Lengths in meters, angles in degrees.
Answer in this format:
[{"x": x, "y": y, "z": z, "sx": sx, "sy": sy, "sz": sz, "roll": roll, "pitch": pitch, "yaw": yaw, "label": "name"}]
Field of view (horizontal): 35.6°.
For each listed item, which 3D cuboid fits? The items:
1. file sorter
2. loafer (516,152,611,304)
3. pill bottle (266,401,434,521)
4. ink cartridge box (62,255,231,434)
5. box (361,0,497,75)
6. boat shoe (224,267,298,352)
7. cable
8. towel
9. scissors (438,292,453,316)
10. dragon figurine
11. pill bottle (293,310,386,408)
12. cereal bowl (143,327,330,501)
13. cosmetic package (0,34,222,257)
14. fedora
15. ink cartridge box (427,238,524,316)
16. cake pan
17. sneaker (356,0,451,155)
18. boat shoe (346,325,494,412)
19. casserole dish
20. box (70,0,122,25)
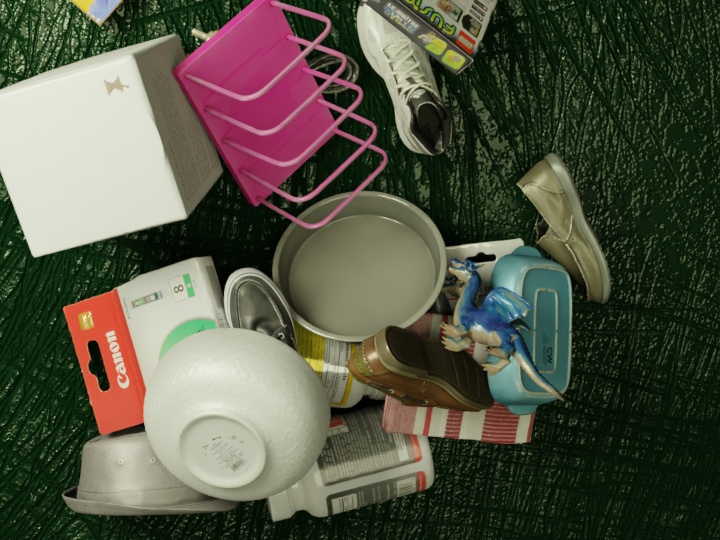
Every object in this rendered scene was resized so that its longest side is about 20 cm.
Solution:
[{"x": -0.073, "y": -0.163, "z": 1.191, "sx": 0.139, "sy": 0.125, "sz": 0.200, "roll": -45, "pitch": 137, "yaw": -17, "label": "file sorter"}, {"x": 0.249, "y": -0.045, "z": 1.378, "sx": 0.070, "sy": 0.075, "sz": 0.200, "roll": -24, "pitch": 102, "yaw": 7, "label": "loafer"}, {"x": -0.021, "y": 0.231, "z": 1.356, "sx": 0.200, "sy": 0.116, "sz": 0.116, "roll": -13, "pitch": 105, "yaw": -9, "label": "pill bottle"}, {"x": -0.238, "y": 0.088, "z": 1.252, "sx": 0.200, "sy": 0.050, "sz": 0.161, "roll": -18, "pitch": 87, "yaw": 15, "label": "ink cartridge box"}, {"x": 0.056, "y": -0.321, "z": 1.253, "sx": 0.200, "sy": 0.035, "sz": 0.110, "roll": 35, "pitch": 54, "yaw": -17, "label": "box"}, {"x": -0.097, "y": 0.096, "z": 1.216, "sx": 0.070, "sy": 0.066, "sz": 0.200, "roll": -14, "pitch": 104, "yaw": -9, "label": "boat shoe"}, {"x": -0.100, "y": -0.213, "z": 1.268, "sx": 0.200, "sy": 0.050, "sz": 0.097, "roll": 6, "pitch": 99, "yaw": -12, "label": "cable"}, {"x": 0.124, "y": 0.128, "z": 1.323, "sx": 0.200, "sy": 0.023, "sz": 0.144, "roll": 9, "pitch": 92, "yaw": -24, "label": "towel"}, {"x": 0.125, "y": 0.097, "z": 1.338, "sx": 0.073, "sy": 0.014, "sz": 0.200, "roll": -7, "pitch": 104, "yaw": -10, "label": "scissors"}, {"x": 0.155, "y": 0.058, "z": 1.232, "sx": 0.099, "sy": 0.200, "sz": 0.059, "roll": -48, "pitch": 149, "yaw": -25, "label": "dragon figurine"}, {"x": -0.056, "y": 0.103, "z": 1.320, "sx": 0.200, "sy": 0.112, "sz": 0.113, "roll": 7, "pitch": 101, "yaw": -14, "label": "pill bottle"}, {"x": -0.135, "y": 0.163, "z": 1.167, "sx": 0.200, "sy": 0.083, "sz": 0.200, "roll": 4, "pitch": 117, "yaw": 8, "label": "cereal bowl"}, {"x": -0.259, "y": -0.135, "z": 1.158, "sx": 0.166, "sy": 0.200, "sz": 0.168, "roll": -14, "pitch": 105, "yaw": 8, "label": "cosmetic package"}, {"x": -0.239, "y": 0.226, "z": 1.288, "sx": 0.200, "sy": 0.177, "sz": 0.090, "roll": -1, "pitch": 88, "yaw": 2, "label": "fedora"}, {"x": 0.140, "y": 0.057, "z": 1.373, "sx": 0.115, "sy": 0.068, "sz": 0.200, "roll": -6, "pitch": 105, "yaw": -12, "label": "ink cartridge box"}, {"x": 0.000, "y": 0.000, "z": 1.286, "sx": 0.200, "sy": 0.200, "sz": 0.037, "roll": -21, "pitch": 149, "yaw": -6, "label": "cake pan"}, {"x": 0.062, "y": -0.223, "z": 1.266, "sx": 0.076, "sy": 0.115, "sz": 0.201, "roll": -24, "pitch": 106, "yaw": -5, "label": "sneaker"}, {"x": 0.068, "y": 0.116, "z": 1.252, "sx": 0.068, "sy": 0.072, "sz": 0.200, "roll": -34, "pitch": 135, "yaw": 30, "label": "boat shoe"}, {"x": 0.204, "y": 0.070, "z": 1.313, "sx": 0.121, "sy": 0.039, "sz": 0.200, "roll": 5, "pitch": 86, "yaw": -38, "label": "casserole dish"}, {"x": -0.260, "y": -0.377, "z": 1.203, "sx": 0.119, "sy": 0.041, "sz": 0.200, "roll": 41, "pitch": 94, "yaw": -17, "label": "box"}]
